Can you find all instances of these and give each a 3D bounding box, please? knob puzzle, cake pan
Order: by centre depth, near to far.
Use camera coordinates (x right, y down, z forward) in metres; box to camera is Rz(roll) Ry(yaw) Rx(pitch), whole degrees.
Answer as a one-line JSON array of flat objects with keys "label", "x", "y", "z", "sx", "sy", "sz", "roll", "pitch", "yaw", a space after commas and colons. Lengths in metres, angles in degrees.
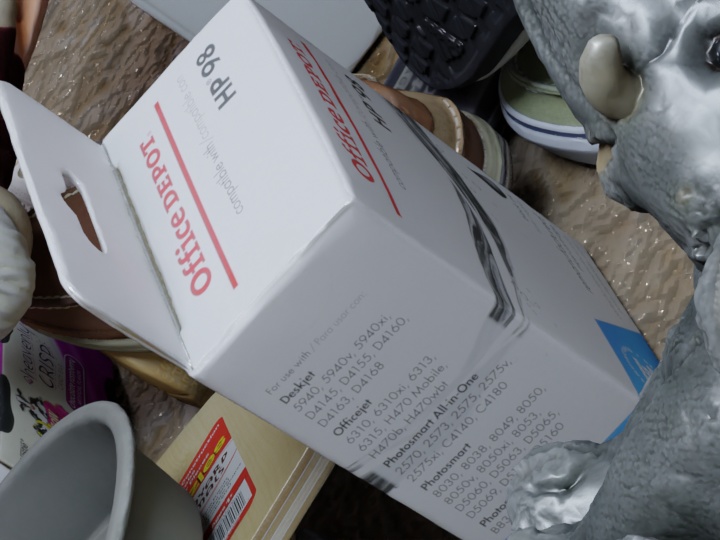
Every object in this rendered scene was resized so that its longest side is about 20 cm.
[{"label": "cake pan", "x": -0.108, "y": 0.136, "z": 0.745, "sx": 0.200, "sy": 0.037, "sz": 0.200, "roll": -51, "pitch": 20, "yaw": 26}, {"label": "knob puzzle", "x": -0.062, "y": 0.113, "z": 0.798, "sx": 0.220, "sy": 0.030, "sz": 0.220, "roll": -55, "pitch": 13, "yaw": 20}]

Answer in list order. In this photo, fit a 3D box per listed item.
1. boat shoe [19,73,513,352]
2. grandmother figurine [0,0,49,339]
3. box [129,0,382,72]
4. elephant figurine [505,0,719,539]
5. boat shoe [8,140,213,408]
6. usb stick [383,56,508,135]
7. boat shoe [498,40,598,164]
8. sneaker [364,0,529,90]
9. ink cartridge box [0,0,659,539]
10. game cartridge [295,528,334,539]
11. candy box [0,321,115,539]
[{"label": "boat shoe", "x": -0.048, "y": -0.026, "z": 0.825, "sx": 0.200, "sy": 0.072, "sz": 0.076, "roll": -16, "pitch": 58, "yaw": 29}, {"label": "grandmother figurine", "x": -0.134, "y": -0.066, "z": 0.867, "sx": 0.121, "sy": 0.061, "sz": 0.200, "roll": 105, "pitch": 165, "yaw": -58}, {"label": "box", "x": -0.024, "y": -0.186, "z": 0.954, "sx": 0.200, "sy": 0.106, "sz": 0.152, "roll": -53, "pitch": 36, "yaw": 6}, {"label": "elephant figurine", "x": 0.101, "y": -0.007, "z": 0.525, "sx": 0.142, "sy": 0.155, "sz": 0.200, "roll": 42, "pitch": 130, "yaw": 55}, {"label": "boat shoe", "x": -0.100, "y": -0.017, "z": 0.951, "sx": 0.200, "sy": 0.071, "sz": 0.069, "roll": 34, "pitch": 90, "yaw": 45}, {"label": "usb stick", "x": 0.027, "y": -0.052, "z": 0.855, "sx": 0.055, "sy": 0.033, "sz": 0.200, "roll": 23, "pitch": 81, "yaw": 46}, {"label": "boat shoe", "x": 0.111, "y": -0.084, "z": 0.753, "sx": 0.200, "sy": 0.062, "sz": 0.072, "roll": -14, "pitch": 53, "yaw": 45}, {"label": "sneaker", "x": 0.058, "y": -0.112, "z": 0.770, "sx": 0.083, "sy": 0.072, "sz": 0.200, "roll": -33, "pitch": 6, "yaw": -20}, {"label": "ink cartridge box", "x": 0.000, "y": 0.000, "z": 0.701, "sx": 0.067, "sy": 0.200, "sz": 0.116, "roll": -46, "pitch": 37, "yaw": 14}, {"label": "game cartridge", "x": 0.007, "y": 0.165, "z": 0.710, "sx": 0.200, "sy": 0.040, "sz": 0.133, "roll": 24, "pitch": 86, "yaw": 55}, {"label": "candy box", "x": -0.175, "y": 0.116, "z": 0.917, "sx": 0.200, "sy": 0.061, "sz": 0.136, "roll": -47, "pitch": 23, "yaw": 15}]
